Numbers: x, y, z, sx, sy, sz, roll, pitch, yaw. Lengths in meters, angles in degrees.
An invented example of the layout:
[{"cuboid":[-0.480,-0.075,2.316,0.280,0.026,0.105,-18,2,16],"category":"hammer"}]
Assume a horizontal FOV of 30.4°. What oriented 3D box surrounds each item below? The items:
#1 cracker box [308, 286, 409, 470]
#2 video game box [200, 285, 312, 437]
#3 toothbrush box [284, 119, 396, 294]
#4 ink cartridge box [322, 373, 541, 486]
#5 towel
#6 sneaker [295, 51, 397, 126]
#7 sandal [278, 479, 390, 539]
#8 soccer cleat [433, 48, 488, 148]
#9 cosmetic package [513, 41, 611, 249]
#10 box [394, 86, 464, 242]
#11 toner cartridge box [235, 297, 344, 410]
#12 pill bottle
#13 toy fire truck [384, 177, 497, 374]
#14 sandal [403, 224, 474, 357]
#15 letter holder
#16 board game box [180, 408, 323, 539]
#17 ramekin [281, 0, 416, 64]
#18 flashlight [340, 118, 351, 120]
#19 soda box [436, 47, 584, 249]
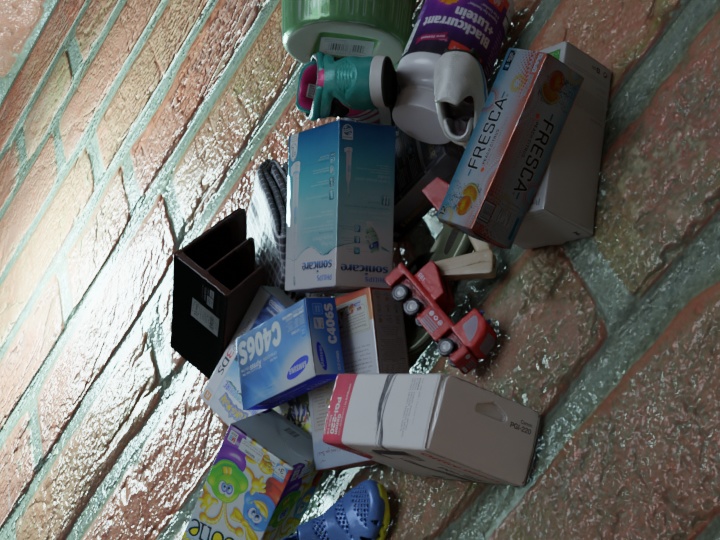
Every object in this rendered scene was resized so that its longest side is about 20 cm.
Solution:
[{"cuboid":[-0.003,0.132,1.592,0.133,0.057,0.203,-18,73,46],"category":"cracker box"},{"cuboid":[-0.102,0.149,1.738,0.200,0.047,0.184,38,107,34],"category":"video game box"},{"cuboid":[-0.027,-0.074,1.641,0.146,0.084,0.203,-8,79,61],"category":"toothbrush box"},{"cuboid":[0.074,0.169,1.420,0.199,0.145,0.086,-10,62,55],"category":"ink cartridge box"},{"cuboid":[-0.110,-0.038,1.856,0.201,0.085,0.167,-115,35,-50],"category":"towel"},{"cuboid":[-0.018,-0.214,1.631,0.200,0.119,0.085,59,-144,-77],"category":"sneaker"},{"cuboid":[-0.041,0.320,1.566,0.200,0.086,0.080,-51,33,23],"category":"sandal"},{"cuboid":[0.122,-0.168,1.516,0.069,0.200,0.087,3,61,23],"category":"soccer cleat"},{"cuboid":[0.206,-0.135,1.465,0.107,0.084,0.202,-15,58,49],"category":"cosmetic package"},{"cuboid":[0.064,-0.162,1.735,0.158,0.048,0.202,-45,39,33],"category":"box"},{"cuboid":[-0.090,0.105,1.622,0.200,0.043,0.096,-31,64,55],"category":"toner cartridge box"},{"cuboid":[0.110,-0.262,1.633,0.111,0.111,0.202,-11,51,54],"category":"pill bottle"},{"cuboid":[0.107,0.005,1.522,0.141,0.049,0.200,-42,59,2],"category":"toy fire truck"},{"cuboid":[0.080,0.006,1.598,0.080,0.057,0.203,24,92,59],"category":"sandal"},{"cuboid":[-0.176,0.034,1.823,0.100,0.142,0.201,36,143,20],"category":"letter holder"},{"cuboid":[-0.135,0.292,1.653,0.104,0.103,0.202,31,108,21],"category":"board game box"},{"cuboid":[-0.019,-0.353,1.848,0.199,0.198,0.099,-17,65,52],"category":"ramekin"},{"cuboid":[-0.015,-0.177,1.766,0.068,0.067,0.202,38,109,53],"category":"flashlight"},{"cuboid":[0.157,-0.128,1.396,0.068,0.063,0.202,23,88,55],"category":"soda box"}]
